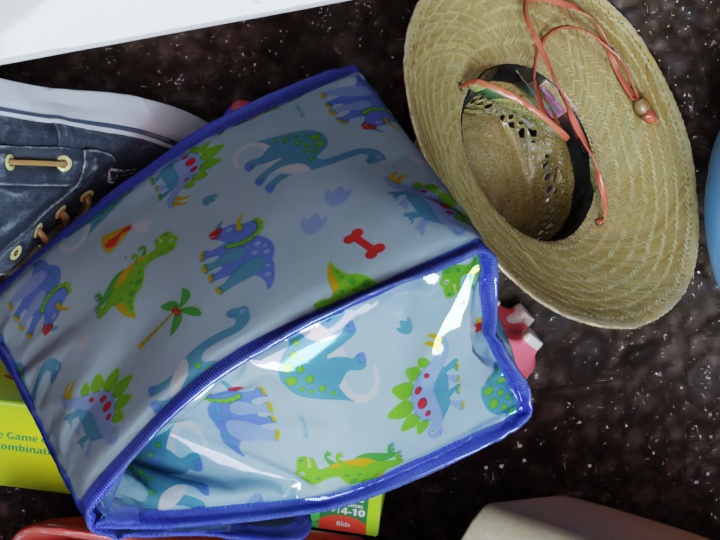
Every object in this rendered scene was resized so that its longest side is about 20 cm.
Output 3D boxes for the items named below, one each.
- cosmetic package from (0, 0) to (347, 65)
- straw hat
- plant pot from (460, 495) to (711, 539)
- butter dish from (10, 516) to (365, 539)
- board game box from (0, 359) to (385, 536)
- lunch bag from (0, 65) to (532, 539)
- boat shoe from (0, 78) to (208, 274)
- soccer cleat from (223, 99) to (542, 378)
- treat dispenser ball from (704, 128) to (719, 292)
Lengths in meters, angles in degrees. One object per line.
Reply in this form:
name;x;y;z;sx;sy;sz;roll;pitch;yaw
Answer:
cosmetic package;-0.102;-0.163;1.369;0.199;0.085;0.108;-9;105;-3
straw hat;0.066;-0.047;1.403;0.201;0.201;0.085;46;132;-15
plant pot;0.111;0.206;1.352;0.177;0.200;0.200;32;99;17
butter dish;-0.075;0.198;1.393;0.199;0.200;0.148;8;75;-8
board game box;-0.083;0.065;1.397;0.199;0.102;0.048;7;120;4
lunch bag;-0.050;0.026;1.294;0.200;0.170;0.128;-22;126;-10
boat shoe;-0.152;-0.035;1.365;0.200;0.071;0.091;8;76;-37
soccer cleat;0.000;0.000;1.436;0.200;0.067;0.076;41;101;-17
treat dispenser ball;0.260;-0.028;1.385;0.200;0.201;0.201;-2;105;-6
